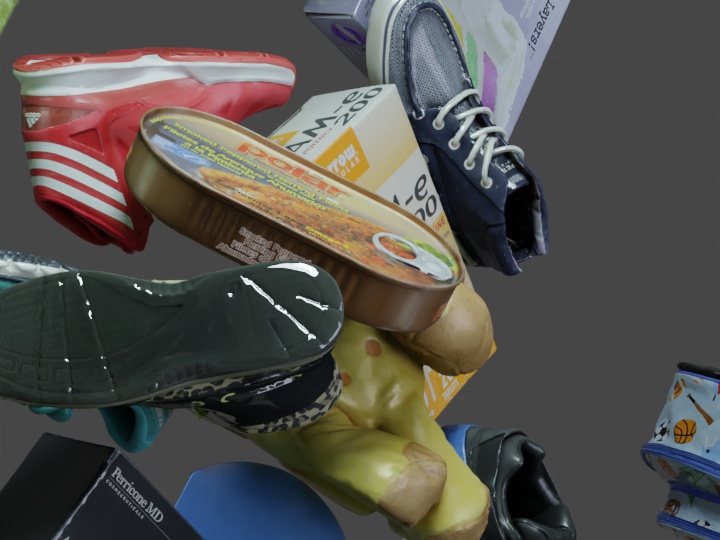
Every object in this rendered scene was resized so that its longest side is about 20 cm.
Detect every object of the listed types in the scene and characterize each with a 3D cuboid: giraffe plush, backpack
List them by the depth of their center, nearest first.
[{"bbox_3d":[0.014,0.055,1.620,0.163,0.199,0.173,-60,171,-8],"label":"giraffe plush"},{"bbox_3d":[0.301,0.154,2.040,0.190,0.199,0.155,41,68,-39],"label":"backpack"}]

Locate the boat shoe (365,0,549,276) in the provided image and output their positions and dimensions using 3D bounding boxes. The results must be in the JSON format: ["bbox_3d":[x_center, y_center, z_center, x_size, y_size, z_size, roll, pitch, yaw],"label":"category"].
[{"bbox_3d":[0.070,-0.089,1.759,0.075,0.093,0.201,-36,124,-30],"label":"boat shoe"}]

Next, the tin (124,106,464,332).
[{"bbox_3d":[-0.038,-0.028,1.519,0.042,0.199,0.112,-63,180,25],"label":"tin"}]

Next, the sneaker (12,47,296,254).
[{"bbox_3d":[-0.121,-0.071,1.600,0.199,0.078,0.116,-5,99,-41],"label":"sneaker"}]

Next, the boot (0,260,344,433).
[{"bbox_3d":[-0.105,0.052,1.475,0.154,0.202,0.074,79,4,-72],"label":"boot"}]

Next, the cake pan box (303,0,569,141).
[{"bbox_3d":[0.065,-0.200,1.841,0.184,0.052,0.201,46,61,-42],"label":"cake pan box"}]

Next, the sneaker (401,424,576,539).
[{"bbox_3d":[0.088,0.200,1.797,0.077,0.111,0.201,-6,91,-53],"label":"sneaker"}]

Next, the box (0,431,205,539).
[{"bbox_3d":[-0.134,0.207,1.501,0.141,0.079,0.200,-53,125,-20],"label":"box"}]

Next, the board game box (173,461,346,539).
[{"bbox_3d":[-0.088,0.212,1.619,0.158,0.039,0.201,39,71,-36],"label":"board game box"}]

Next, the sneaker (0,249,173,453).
[{"bbox_3d":[-0.166,0.042,1.517,0.200,0.077,0.080,34,73,-44],"label":"sneaker"}]

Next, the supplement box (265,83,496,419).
[{"bbox_3d":[0.000,0.000,1.734,0.126,0.073,0.201,-46,121,-45],"label":"supplement box"}]
